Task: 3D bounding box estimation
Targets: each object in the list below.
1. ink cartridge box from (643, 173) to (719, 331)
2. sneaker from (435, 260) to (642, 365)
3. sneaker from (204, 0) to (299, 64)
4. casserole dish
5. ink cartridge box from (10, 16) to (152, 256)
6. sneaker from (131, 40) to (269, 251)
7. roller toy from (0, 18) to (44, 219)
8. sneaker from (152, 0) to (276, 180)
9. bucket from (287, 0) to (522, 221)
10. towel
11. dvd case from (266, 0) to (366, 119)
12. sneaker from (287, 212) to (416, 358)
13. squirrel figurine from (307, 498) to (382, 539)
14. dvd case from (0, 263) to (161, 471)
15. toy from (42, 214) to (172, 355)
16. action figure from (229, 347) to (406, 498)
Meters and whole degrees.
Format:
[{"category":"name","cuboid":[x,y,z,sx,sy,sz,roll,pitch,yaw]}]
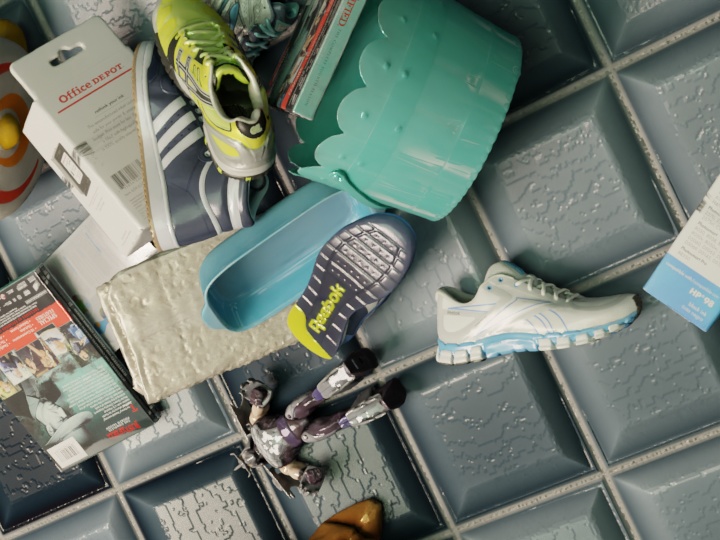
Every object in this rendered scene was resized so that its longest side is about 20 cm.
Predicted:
[{"category":"ink cartridge box","cuboid":[0.326,-0.057,1.393,0.067,0.116,0.200,36,113,12]},{"category":"sneaker","cuboid":[0.153,0.031,1.510,0.200,0.075,0.087,-10,92,24]},{"category":"sneaker","cuboid":[-0.107,-0.231,1.555,0.086,0.078,0.200,20,109,14]},{"category":"casserole dish","cuboid":[-0.069,-0.020,1.547,0.200,0.121,0.039,-34,61,-3]},{"category":"ink cartridge box","cuboid":[-0.235,-0.129,1.594,0.200,0.116,0.067,50,150,6]},{"category":"sneaker","cuboid":[-0.144,-0.120,1.515,0.108,0.070,0.200,-10,73,5]},{"category":"roller toy","cuboid":[-0.392,-0.141,1.634,0.140,0.200,0.183,7,115,20]},{"category":"sneaker","cuboid":[-0.122,-0.177,1.467,0.200,0.075,0.076,60,157,23]},{"category":"bucket","cuboid":[0.038,-0.147,1.437,0.135,0.207,0.207,24,112,-13]},{"category":"towel","cuboid":[-0.141,0.034,1.606,0.200,0.034,0.133,-21,97,-6]},{"category":"dvd case","cuboid":[-0.036,-0.203,1.448,0.022,0.200,0.146,24,92,-14]},{"category":"sneaker","cuboid":[0.000,0.000,1.524,0.074,0.082,0.200,45,140,3]},{"category":"squirrel figurine","cuboid":[-0.055,0.327,1.595,0.200,0.187,0.142,-19,94,25]},{"category":"dvd case","cuboid":[-0.315,0.102,1.709,0.146,0.022,0.200,-29,104,30]},{"category":"toy","cuboid":[-0.257,0.014,1.686,0.200,0.047,0.115,-41,91,28]},{"category":"action figure","cuboid":[-0.056,0.147,1.622,0.200,0.069,0.130,-35,98,29]}]
